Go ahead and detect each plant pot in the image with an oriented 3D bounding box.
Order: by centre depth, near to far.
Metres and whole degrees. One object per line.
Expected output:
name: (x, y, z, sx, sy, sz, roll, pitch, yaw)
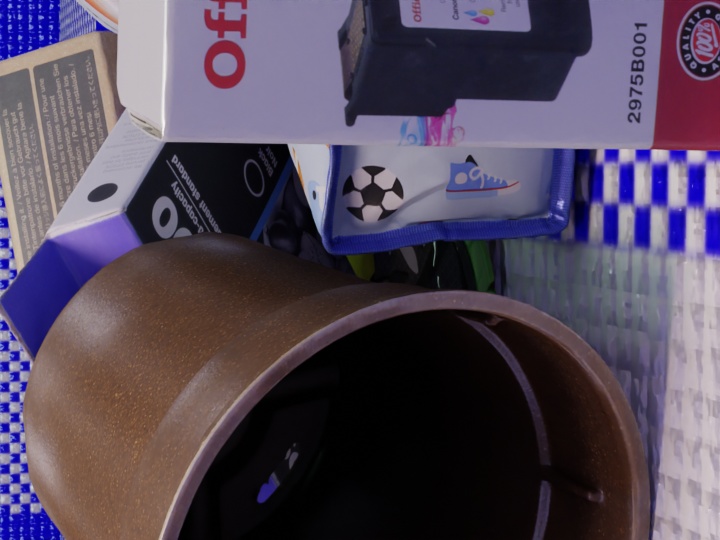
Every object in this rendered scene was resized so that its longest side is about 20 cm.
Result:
plant pot: (-0.026, 0.080, 0.726, 0.198, 0.199, 0.202, 27, 118, 58)

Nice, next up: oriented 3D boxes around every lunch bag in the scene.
lunch bag: (0.024, -0.133, 0.768, 0.170, 0.123, 0.202, -117, 22, -63)

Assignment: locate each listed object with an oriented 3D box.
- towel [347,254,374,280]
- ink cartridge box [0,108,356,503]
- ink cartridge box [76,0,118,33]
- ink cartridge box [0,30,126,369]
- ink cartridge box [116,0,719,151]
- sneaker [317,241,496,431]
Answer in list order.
towel: (0.000, 0.000, 1.070, 0.086, 0.018, 0.202, 116, 151, -58)
ink cartridge box: (-0.064, 0.027, 0.867, 0.199, 0.043, 0.201, 63, -147, -29)
ink cartridge box: (-0.131, -0.157, 1.267, 0.200, 0.050, 0.162, 48, 174, -14)
ink cartridge box: (-0.101, -0.021, 0.971, 0.200, 0.074, 0.166, 9, -111, -70)
ink cartridge box: (0.030, -0.111, 0.581, 0.083, 0.198, 0.147, -145, 56, -73)
sneaker: (0.017, 0.042, 0.869, 0.077, 0.083, 0.202, 148, 121, -72)
